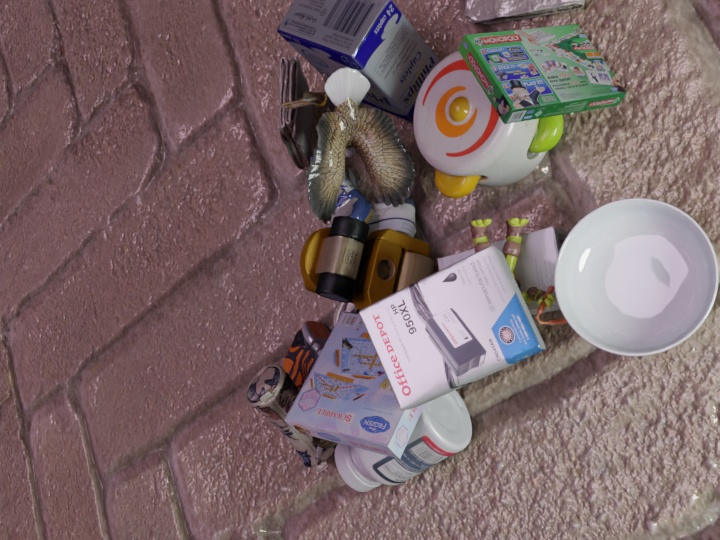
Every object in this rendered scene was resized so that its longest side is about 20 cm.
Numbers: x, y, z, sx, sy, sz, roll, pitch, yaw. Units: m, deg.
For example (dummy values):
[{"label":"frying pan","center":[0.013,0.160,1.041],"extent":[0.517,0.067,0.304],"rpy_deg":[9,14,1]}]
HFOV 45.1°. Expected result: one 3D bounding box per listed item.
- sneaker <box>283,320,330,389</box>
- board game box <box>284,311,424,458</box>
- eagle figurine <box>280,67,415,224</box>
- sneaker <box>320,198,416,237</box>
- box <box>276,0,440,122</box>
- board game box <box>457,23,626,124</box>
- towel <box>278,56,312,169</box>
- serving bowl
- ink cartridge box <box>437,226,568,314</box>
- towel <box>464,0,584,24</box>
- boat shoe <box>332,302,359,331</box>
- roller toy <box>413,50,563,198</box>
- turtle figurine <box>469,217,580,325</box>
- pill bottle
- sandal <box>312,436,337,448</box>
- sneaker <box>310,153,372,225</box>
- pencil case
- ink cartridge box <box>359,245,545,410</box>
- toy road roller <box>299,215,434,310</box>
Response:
[{"label":"sneaker","center":[-0.065,0.191,1.460],"extent":[0.112,0.077,0.201],"rpy_deg":[-55,45,27]},{"label":"board game box","center":[0.013,0.160,1.268],"extent":[0.199,0.041,0.200],"rpy_deg":[5,56,41]},{"label":"eagle figurine","center":[-0.015,-0.190,1.311],"extent":[0.151,0.150,0.202],"rpy_deg":[-28,67,30]},{"label":"sneaker","center":[0.013,-0.074,1.427],"extent":[0.199,0.073,0.071],"rpy_deg":[-6,59,38]},{"label":"box","center":[0.004,-0.344,1.357],"extent":[0.183,0.200,0.105],"rpy_deg":[30,88,38]},{"label":"board game box","center":[0.245,-0.268,1.163],"extent":[0.135,0.199,0.029],"rpy_deg":[63,150,25]},{"label":"towel","center":[-0.105,-0.262,1.460],"extent":[0.034,0.200,0.134],"rpy_deg":[1,79,5]},{"label":"serving bowl","center":[0.353,0.012,1.109],"extent":[0.198,0.066,0.202],"rpy_deg":[-5,78,24]},{"label":"ink cartridge box","center":[0.210,0.014,1.254],"extent":[0.199,0.050,0.110],"rpy_deg":[-15,77,39]},{"label":"towel","center":[0.242,-0.441,1.285],"extent":[0.199,0.034,0.134],"rpy_deg":[2,87,40]},{"label":"boat shoe","center":[0.005,0.065,1.405],"extent":[0.073,0.074,0.202],"rpy_deg":[11,100,31]},{"label":"roller toy","center":[0.172,-0.219,1.251],"extent":[0.200,0.139,0.184],"rpy_deg":[-37,63,32]},{"label":"turtle figurine","center":[0.200,0.011,1.188],"extent":[0.198,0.064,0.163],"rpy_deg":[-1,86,19]},{"label":"pill bottle","center":[0.058,0.254,1.310],"extent":[0.200,0.119,0.120],"rpy_deg":[-36,64,32]},{"label":"sandal","center":[-0.007,0.198,1.341],"extent":[0.081,0.055,0.201],"rpy_deg":[-22,31,45]},{"label":"sneaker","center":[-0.043,-0.129,1.406],"extent":[0.075,0.088,0.200],"rpy_deg":[-37,33,7]},{"label":"pencil case","center":[-0.109,0.238,1.407],"extent":[0.078,0.200,0.090],"rpy_deg":[-37,35,-2]},{"label":"ink cartridge box","center":[0.119,0.077,1.130],"extent":[0.199,0.084,0.146],"rpy_deg":[-27,78,14]},{"label":"toy road roller","center":[0.000,0.000,1.333],"extent":[0.146,0.199,0.124],"rpy_deg":[-6,68,61]}]
